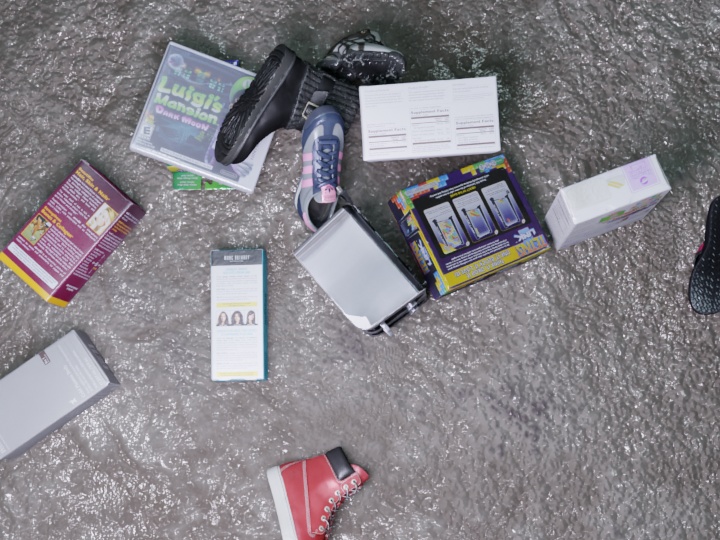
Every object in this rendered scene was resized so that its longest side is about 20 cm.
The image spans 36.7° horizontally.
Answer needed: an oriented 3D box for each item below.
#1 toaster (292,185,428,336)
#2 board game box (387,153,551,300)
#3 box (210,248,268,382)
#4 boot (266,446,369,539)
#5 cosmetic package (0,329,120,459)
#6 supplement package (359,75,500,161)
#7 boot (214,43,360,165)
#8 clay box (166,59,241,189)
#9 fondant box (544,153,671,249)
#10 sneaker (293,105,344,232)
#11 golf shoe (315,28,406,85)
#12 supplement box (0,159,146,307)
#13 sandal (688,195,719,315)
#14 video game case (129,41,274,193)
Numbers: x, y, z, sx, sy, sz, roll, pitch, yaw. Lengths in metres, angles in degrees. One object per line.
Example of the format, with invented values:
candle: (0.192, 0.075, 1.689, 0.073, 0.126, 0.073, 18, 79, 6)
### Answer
toaster: (0.000, 0.000, 1.601, 0.119, 0.181, 0.200, -41, 82, -2)
board game box: (0.163, -0.068, 1.624, 0.200, 0.057, 0.166, -21, 81, -28)
box: (-0.186, 0.069, 1.668, 0.082, 0.049, 0.201, -1, 82, 3)
boot: (-0.045, 0.360, 1.588, 0.144, 0.072, 0.200, -17, 60, -2)
cosmetic package: (-0.481, 0.189, 1.651, 0.200, 0.090, 0.107, -36, 84, -5)
supplement package: (0.102, -0.225, 1.632, 0.199, 0.156, 0.111, -3, 95, 3)
boot: (-0.108, -0.220, 1.648, 0.158, 0.079, 0.211, 30, 102, -32)
clay box: (-0.245, -0.229, 1.715, 0.115, 0.048, 0.201, -1, 81, 1)
fondant box: (0.355, -0.096, 1.584, 0.144, 0.200, 0.058, -20, 81, 0)
sneaker: (-0.052, -0.147, 1.623, 0.070, 0.200, 0.082, -8, 41, -19)
golf shoe: (0.010, -0.334, 1.655, 0.078, 0.200, 0.095, 43, 72, -33)
supplement box: (-0.445, -0.056, 1.683, 0.110, 0.086, 0.200, 40, 86, 8)
sandal: (0.542, -0.019, 1.647, 0.075, 0.045, 0.200, 19, 69, 0)
video game case: (-0.230, -0.236, 1.674, 0.200, 0.023, 0.182, 20, 78, -7)
